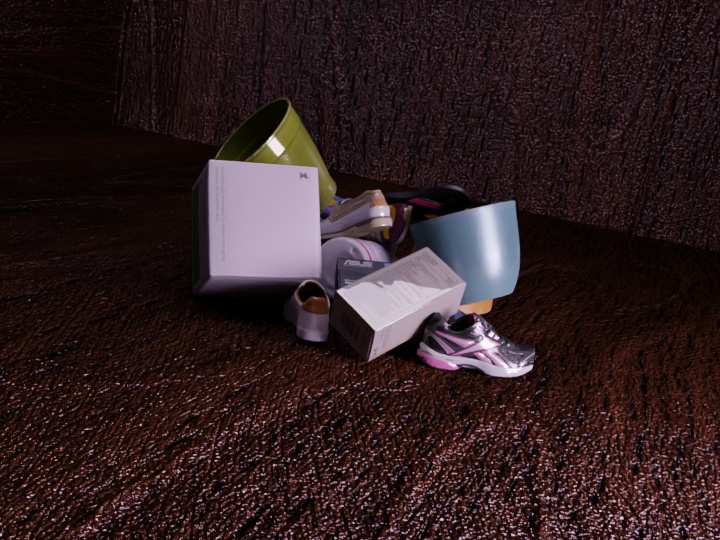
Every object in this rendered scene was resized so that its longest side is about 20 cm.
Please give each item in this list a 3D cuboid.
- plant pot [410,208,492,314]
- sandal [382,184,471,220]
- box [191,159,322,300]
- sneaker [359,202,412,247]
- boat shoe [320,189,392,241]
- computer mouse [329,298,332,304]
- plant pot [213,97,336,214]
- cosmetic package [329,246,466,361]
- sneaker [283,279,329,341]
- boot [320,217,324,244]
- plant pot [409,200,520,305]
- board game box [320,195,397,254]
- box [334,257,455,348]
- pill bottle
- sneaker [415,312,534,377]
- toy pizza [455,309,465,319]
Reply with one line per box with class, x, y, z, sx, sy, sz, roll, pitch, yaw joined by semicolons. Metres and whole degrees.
plant pot;0.183;-0.029;1.838;0.196;0.187;0.200;9;12;-2
sandal;0.117;-0.120;1.742;0.196;0.076;0.046;-4;47;23
box;-0.181;-0.064;1.557;0.196;0.203;0.171;2;-13;-21
sneaker;0.030;-0.089;1.739;0.089;0.076;0.200;18;-16;-15
boat shoe;-0.018;-0.096;1.655;0.074;0.070;0.198;-4;-6;-44
computer mouse;-0.066;0.031;1.730;0.057;0.035;0.200;11;12;10
plant pot;-0.150;-0.188;1.746;0.193;0.201;0.200;47;-6;-26
cosmetic package;0.059;0.050;1.436;0.198;0.074;0.104;-23;53;-34
sneaker;-0.082;0.053;1.500;0.071;0.086;0.200;5;9;-15
boot;-0.092;-0.074;1.916;0.145;0.071;0.200;27;-15;21
plant pot;0.200;-0.024;1.658;0.197;0.164;0.201;-12;0;0
board game box;-0.021;-0.093;1.931;0.197;0.045;0.135;20;-24;14
box;0.055;0.055;1.522;0.196;0.050;0.163;6;39;-7
pill bottle;0.000;0.000;1.701;0.112;0.116;0.199;14;4;22
sneaker;0.190;0.112;1.434;0.196;0.088;0.080;6;14;-19
toy pizza;0.102;0.084;1.626;0.196;0.032;0.200;11;13;-2
